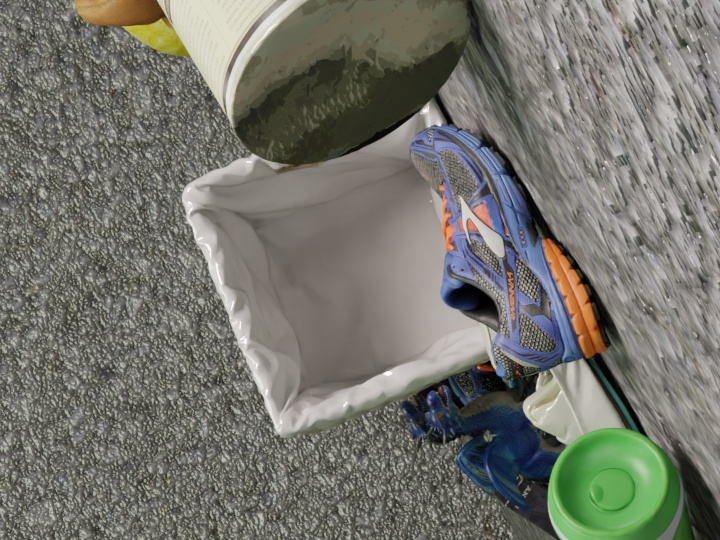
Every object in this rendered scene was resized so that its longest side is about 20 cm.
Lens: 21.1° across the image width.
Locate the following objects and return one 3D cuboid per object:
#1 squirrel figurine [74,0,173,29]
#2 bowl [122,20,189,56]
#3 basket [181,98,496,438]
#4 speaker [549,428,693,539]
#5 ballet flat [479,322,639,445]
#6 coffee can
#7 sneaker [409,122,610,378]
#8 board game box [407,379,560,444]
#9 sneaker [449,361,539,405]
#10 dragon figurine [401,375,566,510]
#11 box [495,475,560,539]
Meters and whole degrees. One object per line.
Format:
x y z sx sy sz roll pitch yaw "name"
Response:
-0.168 -0.292 1.569 0.142 0.199 0.187 49 -154 -51 "squirrel figurine"
-0.146 -0.305 1.751 0.108 0.200 0.200 -18 107 43 "bowl"
0.000 0.000 1.418 0.161 0.198 0.201 66 -179 -83 "basket"
0.175 0.178 1.244 0.089 0.088 0.200 58 177 35 "speaker"
0.126 0.064 1.306 0.200 0.069 0.069 60 177 -9 "ballet flat"
-0.049 -0.180 1.079 0.200 0.146 0.146 59 177 30 "coffee can"
0.077 -0.015 1.222 0.200 0.078 0.075 58 176 35 "sneaker"
0.108 0.117 1.651 0.200 0.032 0.120 29 -170 -29 "board game box"
0.087 0.038 1.548 0.200 0.075 0.079 57 173 31 "sneaker"
0.111 0.141 1.446 0.200 0.099 0.059 53 161 -26 "dragon figurine"
0.172 0.207 1.650 0.143 0.036 0.200 32 179 -6 "box"
